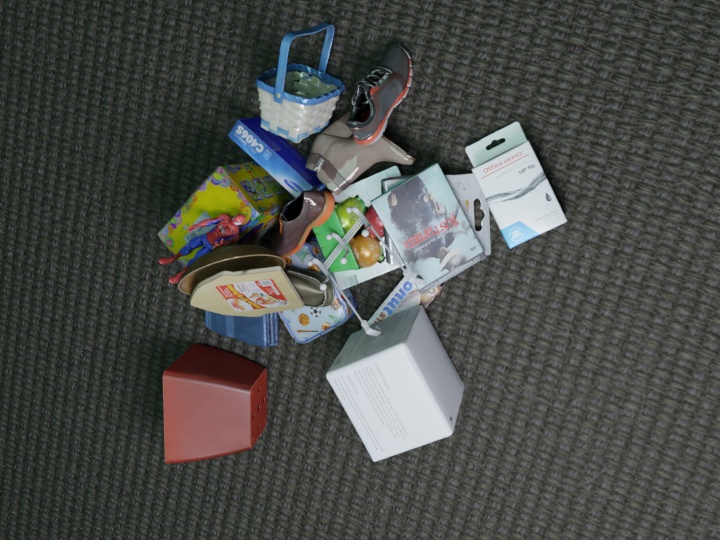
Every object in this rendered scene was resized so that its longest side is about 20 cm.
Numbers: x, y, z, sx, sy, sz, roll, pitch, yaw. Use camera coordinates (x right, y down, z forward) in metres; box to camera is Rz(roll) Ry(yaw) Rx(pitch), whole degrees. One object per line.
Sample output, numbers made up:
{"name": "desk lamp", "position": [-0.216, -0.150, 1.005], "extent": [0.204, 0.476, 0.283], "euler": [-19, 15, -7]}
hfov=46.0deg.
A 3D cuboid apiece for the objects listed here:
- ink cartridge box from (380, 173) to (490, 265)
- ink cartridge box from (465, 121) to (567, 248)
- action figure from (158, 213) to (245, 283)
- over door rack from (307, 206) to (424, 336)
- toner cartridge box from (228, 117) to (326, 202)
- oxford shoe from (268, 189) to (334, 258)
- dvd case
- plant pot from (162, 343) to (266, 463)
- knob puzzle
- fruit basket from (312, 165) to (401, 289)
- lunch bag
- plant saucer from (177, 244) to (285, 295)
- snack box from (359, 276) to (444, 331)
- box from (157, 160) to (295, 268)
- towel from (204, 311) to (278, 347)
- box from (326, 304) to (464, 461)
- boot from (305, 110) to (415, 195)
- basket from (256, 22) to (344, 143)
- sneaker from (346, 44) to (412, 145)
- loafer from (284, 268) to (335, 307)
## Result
{"name": "ink cartridge box", "position": [0.142, -0.101, 1.598], "extent": [0.199, 0.050, 0.163], "euler": [-6, 101, -11]}
{"name": "ink cartridge box", "position": [0.277, -0.156, 1.529], "extent": [0.116, 0.068, 0.201], "euler": [-26, 92, 14]}
{"name": "action figure", "position": [-0.297, -0.045, 1.549], "extent": [0.199, 0.099, 0.065], "euler": [-33, 84, 21]}
{"name": "over door rack", "position": [0.000, 0.000, 1.557], "extent": [0.200, 0.066, 0.148], "euler": [48, 114, 21]}
{"name": "toner cartridge box", "position": [-0.159, -0.220, 1.669], "extent": [0.200, 0.095, 0.043], "euler": [43, 113, 7]}
{"name": "oxford shoe", "position": [-0.132, -0.093, 1.624], "extent": [0.200, 0.072, 0.072], "euler": [-45, 46, 37]}
{"name": "dvd case", "position": [0.126, -0.076, 1.564], "extent": [0.145, 0.022, 0.201], "euler": [-29, 103, -3]}
{"name": "plant pot", "position": [-0.296, 0.283, 1.787], "extent": [0.175, 0.200, 0.201], "euler": [4, 103, 8]}
{"name": "knob puzzle", "position": [-0.221, 0.037, 1.575], "extent": [0.218, 0.220, 0.031], "euler": [-15, 63, 22]}
{"name": "fruit basket", "position": [0.015, -0.082, 1.653], "extent": [0.199, 0.094, 0.186], "euler": [-23, 94, 7]}
{"name": "lunch bag", "position": [-0.114, 0.038, 1.721], "extent": [0.160, 0.076, 0.201], "euler": [-28, 92, 26]}
{"name": "plant saucer", "position": [-0.237, -0.005, 1.547], "extent": [0.199, 0.200, 0.036], "euler": [-22, 73, 23]}
{"name": "snack box", "position": [0.078, 0.080, 1.685], "extent": [0.072, 0.024, 0.200], "euler": [41, 112, 6]}
{"name": "box", "position": [-0.256, -0.105, 1.676], "extent": [0.200, 0.193, 0.122], "euler": [-43, 85, 24]}
{"name": "towel", "position": [-0.250, 0.089, 1.767], "extent": [0.199, 0.048, 0.112], "euler": [14, 110, 40]}
{"name": "box", "position": [0.072, 0.209, 1.607], "extent": [0.171, 0.200, 0.200], "euler": [-24, 102, 22]}
{"name": "boot", "position": [-0.008, -0.206, 1.614], "extent": [0.200, 0.070, 0.147], "euler": [39, 96, 29]}
{"name": "basket", "position": [-0.112, -0.353, 1.578], "extent": [0.139, 0.176, 0.201], "euler": [28, 121, 16]}
{"name": "sneaker", "position": [0.032, -0.331, 1.547], "extent": [0.077, 0.082, 0.201], "euler": [14, 78, 33]}
{"name": "loafer", "position": [-0.146, 0.033, 1.654], "extent": [0.199, 0.070, 0.076], "euler": [12, 110, 20]}
